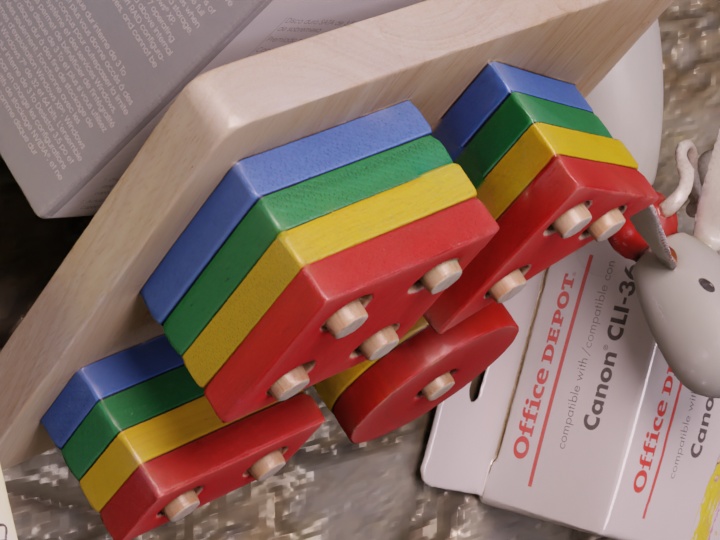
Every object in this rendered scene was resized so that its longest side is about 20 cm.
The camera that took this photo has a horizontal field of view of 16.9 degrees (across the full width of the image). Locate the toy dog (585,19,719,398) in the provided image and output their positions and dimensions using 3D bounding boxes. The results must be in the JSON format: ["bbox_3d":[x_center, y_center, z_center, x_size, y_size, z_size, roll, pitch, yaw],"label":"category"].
[{"bbox_3d":[0.106,-0.063,0.868,0.200,0.096,0.132,45,47,-7],"label":"toy dog"}]

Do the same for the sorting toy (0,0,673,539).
[{"bbox_3d":[0.000,0.000,0.751,0.199,0.200,0.070,-22,72,-40],"label":"sorting toy"}]

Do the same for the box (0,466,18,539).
[{"bbox_3d":[-0.142,0.054,0.666,0.075,0.050,0.200,-7,77,-44],"label":"box"}]

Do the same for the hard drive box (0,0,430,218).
[{"bbox_3d":[-0.003,-0.105,0.707,0.156,0.200,0.077,-7,61,-57],"label":"hard drive box"}]

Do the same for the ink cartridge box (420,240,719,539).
[{"bbox_3d":[0.121,0.053,0.975,0.200,0.067,0.117,16,87,-46],"label":"ink cartridge box"}]
